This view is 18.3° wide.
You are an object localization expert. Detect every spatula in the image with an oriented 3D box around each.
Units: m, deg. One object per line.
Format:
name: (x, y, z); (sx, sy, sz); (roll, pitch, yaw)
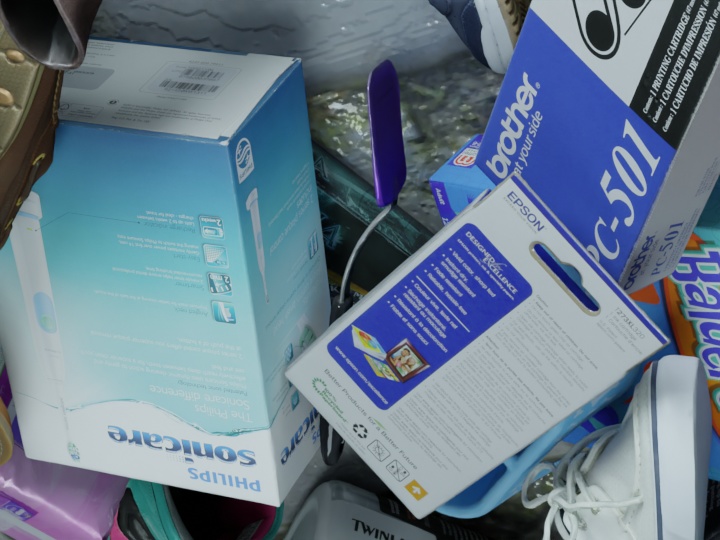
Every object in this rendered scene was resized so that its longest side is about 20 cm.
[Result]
spatula: (0.000, 0.000, 1.055); (0.020, 0.057, 0.202); (15, 111, 10)

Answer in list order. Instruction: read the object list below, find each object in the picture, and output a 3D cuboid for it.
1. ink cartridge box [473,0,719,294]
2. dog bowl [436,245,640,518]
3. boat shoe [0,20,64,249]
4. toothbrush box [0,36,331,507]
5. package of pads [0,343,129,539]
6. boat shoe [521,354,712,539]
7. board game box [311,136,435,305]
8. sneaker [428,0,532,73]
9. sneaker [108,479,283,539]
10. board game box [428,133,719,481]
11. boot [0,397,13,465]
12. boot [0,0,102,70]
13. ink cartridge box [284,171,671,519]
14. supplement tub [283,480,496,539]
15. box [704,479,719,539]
ink cartridge box: (0.113, -0.090, 0.892); (0.094, 0.044, 0.201); (48, 142, 27)
dog bowl: (0.056, 0.051, 1.065); (0.111, 0.050, 0.200); (44, 148, 7)
boat shoe: (-0.165, -0.064, 0.957); (0.072, 0.067, 0.201); (39, 130, 13)
toothbrush box: (-0.096, -0.001, 1.061); (0.145, 0.085, 0.202); (7, 123, 23)
package of pads: (-0.201, 0.055, 1.171); (0.199, 0.121, 0.076); (33, 147, -21)
boat shoe: (0.115, 0.109, 1.023); (0.085, 0.075, 0.203); (4, 143, 9)
board game box: (-0.027, 0.003, 1.141); (0.200, 0.028, 0.135); (37, 132, -24)
sneaker: (0.001, -0.161, 0.925); (0.108, 0.070, 0.201); (-11, 127, 19)
sneaker: (-0.089, 0.159, 1.290); (0.120, 0.084, 0.200); (-7, 134, 34)
board game box: (0.137, 0.022, 1.028); (0.199, 0.045, 0.153); (11, 132, 42)
boot: (-0.223, -0.012, 1.078); (0.073, 0.155, 0.200); (-24, 123, 29)
boot: (-0.109, -0.199, 0.837); (0.072, 0.167, 0.201); (2, 135, 15)
ink cartridge box: (0.051, 0.031, 0.971); (0.095, 0.037, 0.200); (47, 141, -1)
supplement tub: (0.048, 0.208, 1.274); (0.198, 0.123, 0.123); (21, 138, -10)
box: (0.258, 0.109, 1.128); (0.147, 0.105, 0.200); (28, 135, -16)
